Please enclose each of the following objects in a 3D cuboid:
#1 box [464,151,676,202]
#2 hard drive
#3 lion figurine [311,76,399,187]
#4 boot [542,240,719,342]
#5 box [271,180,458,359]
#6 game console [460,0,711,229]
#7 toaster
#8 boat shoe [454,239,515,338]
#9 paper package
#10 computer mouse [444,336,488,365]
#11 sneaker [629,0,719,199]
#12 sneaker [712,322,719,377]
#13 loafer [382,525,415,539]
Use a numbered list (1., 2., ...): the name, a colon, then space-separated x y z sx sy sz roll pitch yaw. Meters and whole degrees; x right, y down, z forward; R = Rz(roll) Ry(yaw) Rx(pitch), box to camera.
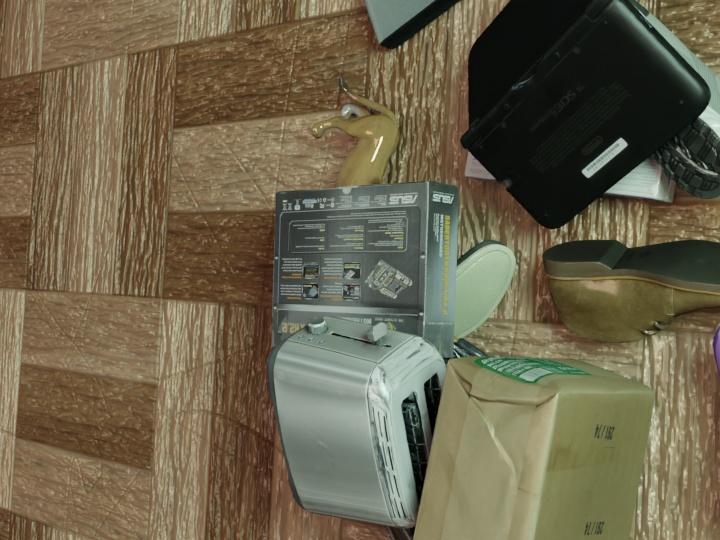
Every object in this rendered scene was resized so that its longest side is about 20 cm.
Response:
1. box: 0.187 -0.093 0.880 0.199 0.038 0.042 11 95 40
2. hard drive: 0.049 -0.356 1.021 0.139 0.033 0.202 -30 68 34
3. lion figurine: 0.003 -0.104 1.015 0.122 0.072 0.202 9 90 37
4. boot: 0.250 0.020 0.804 0.199 0.073 0.076 4 113 40
5. box: 0.000 0.000 0.927 0.199 0.048 0.160 -1 88 42
6. game console: 0.182 -0.167 0.819 0.176 0.116 0.200 45 138 0
7. toaster: 0.006 0.139 0.839 0.128 0.113 0.202 3 110 38
8. boat shoe: 0.071 0.042 0.950 0.200 0.071 0.068 -51 32 19
9. paper package: 0.146 0.171 0.790 0.103 0.199 0.193 12 93 39
10. computer mouse: 0.071 0.161 0.935 0.109 0.044 0.201 32 113 6
11. sneaker: 0.260 -0.147 0.801 0.201 0.079 0.074 61 149 22
12. sneaker: 0.304 0.132 0.712 0.080 0.083 0.202 -25 78 54
13. loafer: 0.071 0.289 0.904 0.071 0.073 0.201 -41 77 37
